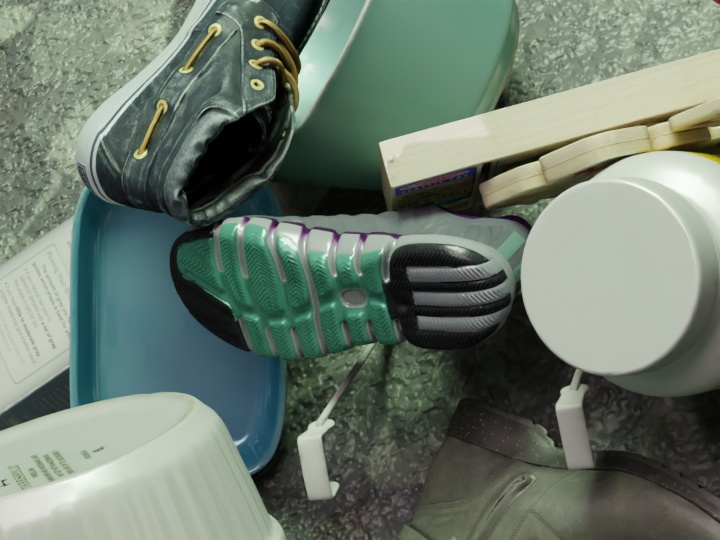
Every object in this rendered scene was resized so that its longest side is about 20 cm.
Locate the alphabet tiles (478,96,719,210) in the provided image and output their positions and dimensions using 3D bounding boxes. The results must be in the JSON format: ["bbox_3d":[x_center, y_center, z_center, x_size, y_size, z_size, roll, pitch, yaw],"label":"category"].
[{"bbox_3d":[0.161,-0.062,0.844,0.196,0.200,0.015,-22,82,55],"label":"alphabet tiles"}]

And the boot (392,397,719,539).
[{"bbox_3d":[0.097,0.152,0.826,0.200,0.068,0.131,16,71,40],"label":"boot"}]

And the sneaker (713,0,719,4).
[{"bbox_3d":[0.237,-0.194,0.961,0.090,0.078,0.200,-24,52,16],"label":"sneaker"}]

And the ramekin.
[{"bbox_3d":[-0.143,0.131,0.835,0.202,0.202,0.094,-12,100,17],"label":"ramekin"}]

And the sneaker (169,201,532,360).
[{"bbox_3d":[0.000,0.000,0.852,0.200,0.075,0.088,5,24,32],"label":"sneaker"}]

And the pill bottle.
[{"bbox_3d":[0.159,0.000,0.786,0.112,0.200,0.113,1,91,34],"label":"pill bottle"}]

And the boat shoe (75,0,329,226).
[{"bbox_3d":[-0.056,-0.104,0.883,0.091,0.071,0.200,22,67,41],"label":"boat shoe"}]

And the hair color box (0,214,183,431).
[{"bbox_3d":[-0.152,0.017,1.012,0.200,0.061,0.099,-35,54,2],"label":"hair color box"}]

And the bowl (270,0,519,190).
[{"bbox_3d":[0.019,-0.126,0.967,0.201,0.105,0.201,-54,21,33],"label":"bowl"}]

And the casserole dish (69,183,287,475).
[{"bbox_3d":[-0.101,0.029,0.941,0.121,0.039,0.200,0,93,-1],"label":"casserole dish"}]

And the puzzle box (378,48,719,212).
[{"bbox_3d":[0.108,-0.068,0.871,0.200,0.133,0.025,-15,82,0],"label":"puzzle box"}]

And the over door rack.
[{"bbox_3d":[0.056,0.028,0.867,0.147,0.067,0.200,-9,29,19],"label":"over door rack"}]
